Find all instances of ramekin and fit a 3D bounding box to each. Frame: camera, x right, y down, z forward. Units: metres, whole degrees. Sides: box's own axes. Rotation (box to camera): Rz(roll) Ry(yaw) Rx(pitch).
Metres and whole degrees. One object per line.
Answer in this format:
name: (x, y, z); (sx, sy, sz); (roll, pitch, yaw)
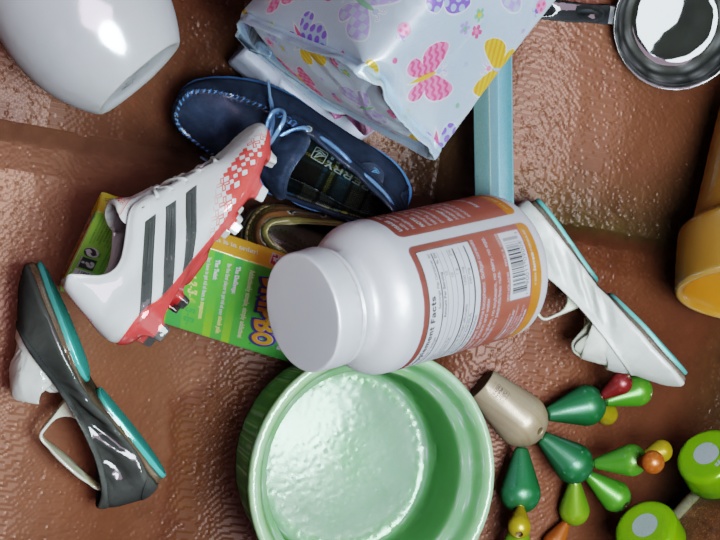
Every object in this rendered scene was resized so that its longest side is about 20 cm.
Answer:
ramekin: (-0.004, 0.156, 1.141); (0.198, 0.098, 0.203); (-1, 92, -19)

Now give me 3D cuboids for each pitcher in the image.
pitcher: (-0.208, -0.230, 1.056); (0.171, 0.121, 0.200); (-42, 93, -28)

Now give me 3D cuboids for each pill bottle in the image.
pill bottle: (0.034, 0.012, 1.065); (0.199, 0.112, 0.114); (-12, 97, -38)

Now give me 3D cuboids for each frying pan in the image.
frying pan: (0.236, -0.202, 1.243); (0.188, 0.031, 0.116); (-16, 107, 3)

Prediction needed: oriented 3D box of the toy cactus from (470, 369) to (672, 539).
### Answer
toy cactus: (0.161, 0.151, 1.209); (0.165, 0.102, 0.200); (40, 88, -6)

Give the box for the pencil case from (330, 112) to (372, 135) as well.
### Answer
pencil case: (0.050, -0.192, 1.103); (0.200, 0.083, 0.087); (-40, 140, -4)

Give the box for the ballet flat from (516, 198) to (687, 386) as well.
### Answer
ballet flat: (0.184, 0.032, 1.205); (0.069, 0.069, 0.200); (-38, 83, -13)

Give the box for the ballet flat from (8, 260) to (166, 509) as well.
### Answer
ballet flat: (-0.219, 0.094, 1.084); (0.068, 0.068, 0.201); (-29, 101, -6)

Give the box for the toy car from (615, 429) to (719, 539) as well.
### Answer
toy car: (0.337, 0.256, 1.184); (0.158, 0.199, 0.165); (-46, 128, -12)

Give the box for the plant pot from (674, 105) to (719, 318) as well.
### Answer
plant pot: (0.367, -0.067, 1.222); (0.198, 0.200, 0.185); (10, 74, -19)

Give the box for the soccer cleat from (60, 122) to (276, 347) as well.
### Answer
soccer cleat: (-0.131, -0.039, 1.021); (0.085, 0.069, 0.201); (38, 66, -14)

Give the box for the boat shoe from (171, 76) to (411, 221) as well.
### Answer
boat shoe: (-0.050, -0.092, 1.111); (0.198, 0.069, 0.085); (18, 116, -6)

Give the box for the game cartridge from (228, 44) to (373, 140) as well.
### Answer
game cartridge: (0.004, -0.199, 1.164); (0.133, 0.041, 0.201); (41, 79, -20)

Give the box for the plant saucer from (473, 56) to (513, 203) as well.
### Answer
plant saucer: (0.107, -0.130, 1.177); (0.019, 0.070, 0.203); (-4, 82, 21)

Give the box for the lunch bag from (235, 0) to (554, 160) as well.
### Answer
lunch bag: (0.020, -0.192, 0.995); (0.170, 0.199, 0.127); (-53, 134, -7)

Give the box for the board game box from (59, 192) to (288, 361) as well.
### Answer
board game box: (-0.119, 0.009, 1.103); (0.198, 0.096, 0.030); (21, 44, -17)

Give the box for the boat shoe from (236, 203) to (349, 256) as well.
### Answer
boat shoe: (0.000, 0.000, 1.152); (0.198, 0.068, 0.073); (14, 87, -20)
